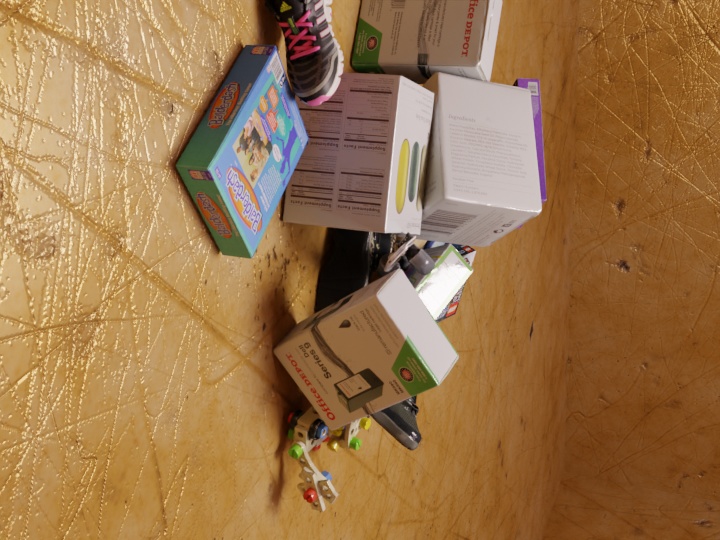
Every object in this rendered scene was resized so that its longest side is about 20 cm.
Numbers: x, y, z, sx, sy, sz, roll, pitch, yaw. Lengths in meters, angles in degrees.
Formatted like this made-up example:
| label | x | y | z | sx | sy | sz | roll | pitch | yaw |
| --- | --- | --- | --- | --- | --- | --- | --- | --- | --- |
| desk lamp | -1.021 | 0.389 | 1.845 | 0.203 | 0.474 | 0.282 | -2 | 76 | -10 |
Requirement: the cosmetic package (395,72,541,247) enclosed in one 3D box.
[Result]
| label | x | y | z | sx | sy | sz | roll | pitch | yaw |
| --- | --- | --- | --- | --- | --- | --- | --- | --- | --- |
| cosmetic package | 0.152 | -0.160 | 1.389 | 0.165 | 0.164 | 0.201 | 144 | -52 | -61 |

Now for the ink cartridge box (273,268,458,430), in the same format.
| label | x | y | z | sx | sy | sz | roll | pitch | yaw |
| --- | --- | --- | --- | --- | --- | --- | --- | --- | --- |
| ink cartridge box | 0.005 | 0.110 | 1.239 | 0.146 | 0.200 | 0.084 | 55 | 36 | -8 |

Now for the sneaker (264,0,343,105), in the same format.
| label | x | y | z | sx | sy | sz | roll | pitch | yaw |
| --- | --- | --- | --- | --- | --- | --- | --- | --- | --- |
| sneaker | -0.074 | -0.298 | 1.124 | 0.087 | 0.073 | 0.201 | 23 | 59 | -59 |

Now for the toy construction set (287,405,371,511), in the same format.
| label | x | y | z | sx | sy | sz | roll | pitch | yaw |
| --- | --- | --- | --- | --- | --- | --- | --- | --- | --- |
| toy construction set | -0.051 | 0.246 | 1.354 | 0.200 | 0.092 | 0.132 | -60 | 157 | -55 |

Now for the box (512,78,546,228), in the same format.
| label | x | y | z | sx | sy | sz | roll | pitch | yaw |
| --- | --- | --- | --- | --- | --- | --- | --- | --- | --- |
| box | 0.250 | -0.182 | 1.469 | 0.137 | 0.039 | 0.201 | 113 | -22 | -73 |

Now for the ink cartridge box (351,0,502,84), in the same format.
| label | x | y | z | sx | sy | sz | roll | pitch | yaw |
| --- | --- | --- | --- | --- | --- | --- | --- | --- | --- |
| ink cartridge box | 0.102 | -0.358 | 1.389 | 0.083 | 0.199 | 0.147 | 29 | 70 | -67 |

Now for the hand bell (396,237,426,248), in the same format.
| label | x | y | z | sx | sy | sz | roll | pitch | yaw |
| --- | --- | --- | --- | --- | --- | --- | --- | --- | --- |
| hand bell | 0.060 | -0.003 | 1.584 | 0.201 | 0.104 | 0.104 | -68 | 157 | -2 |

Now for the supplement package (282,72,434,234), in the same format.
| label | x | y | z | sx | sy | sz | roll | pitch | yaw |
| --- | --- | --- | --- | --- | --- | --- | --- | --- | --- |
| supplement package | 0.001 | -0.156 | 1.265 | 0.152 | 0.150 | 0.201 | -3 | 100 | -69 |

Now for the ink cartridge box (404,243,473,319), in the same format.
| label | x | y | z | sx | sy | sz | roll | pitch | yaw |
| --- | --- | --- | --- | --- | --- | --- | --- | --- | --- |
| ink cartridge box | 0.068 | 0.054 | 1.360 | 0.059 | 0.104 | 0.200 | 46 | 66 | -15 |

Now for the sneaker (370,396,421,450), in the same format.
| label | x | y | z | sx | sy | sz | roll | pitch | yaw |
| --- | --- | --- | --- | --- | --- | --- | --- | --- | --- |
| sneaker | 0.060 | 0.172 | 1.344 | 0.076 | 0.114 | 0.200 | 45 | 6 | -25 |

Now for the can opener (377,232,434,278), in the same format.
| label | x | y | z | sx | sy | sz | roll | pitch | yaw |
| --- | --- | --- | --- | --- | --- | --- | --- | --- | --- |
| can opener | 0.062 | -0.004 | 1.296 | 0.053 | 0.067 | 0.200 | -45 | 174 | -7 |

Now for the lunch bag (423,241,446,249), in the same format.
| label | x | y | z | sx | sy | sz | roll | pitch | yaw |
| --- | --- | --- | --- | --- | --- | --- | --- | --- | --- |
| lunch bag | 0.128 | -0.015 | 1.725 | 0.200 | 0.082 | 0.162 | -49 | 138 | -56 |

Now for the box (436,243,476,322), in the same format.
| label | x | y | z | sx | sy | sz | roll | pitch | yaw |
| --- | --- | --- | --- | --- | --- | --- | --- | --- | --- |
| box | 0.103 | 0.039 | 1.552 | 0.200 | 0.038 | 0.137 | -22 | 136 | -43 |

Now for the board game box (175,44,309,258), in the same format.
| label | x | y | z | sx | sy | sz | roll | pitch | yaw |
| --- | --- | --- | --- | --- | --- | --- | --- | --- | --- |
| board game box | -0.131 | -0.139 | 1.086 | 0.152 | 0.045 | 0.201 | 71 | 33 | -48 |

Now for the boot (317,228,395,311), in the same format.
| label | x | y | z | sx | sy | sz | roll | pitch | yaw |
| --- | --- | --- | --- | --- | --- | --- | --- | --- | --- |
| boot | 0.002 | -0.001 | 1.424 | 0.154 | 0.073 | 0.205 | 30 | 71 | -70 |
